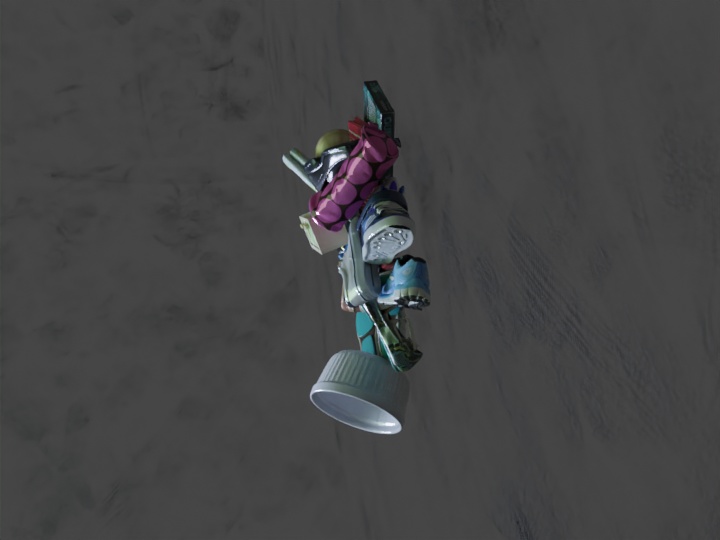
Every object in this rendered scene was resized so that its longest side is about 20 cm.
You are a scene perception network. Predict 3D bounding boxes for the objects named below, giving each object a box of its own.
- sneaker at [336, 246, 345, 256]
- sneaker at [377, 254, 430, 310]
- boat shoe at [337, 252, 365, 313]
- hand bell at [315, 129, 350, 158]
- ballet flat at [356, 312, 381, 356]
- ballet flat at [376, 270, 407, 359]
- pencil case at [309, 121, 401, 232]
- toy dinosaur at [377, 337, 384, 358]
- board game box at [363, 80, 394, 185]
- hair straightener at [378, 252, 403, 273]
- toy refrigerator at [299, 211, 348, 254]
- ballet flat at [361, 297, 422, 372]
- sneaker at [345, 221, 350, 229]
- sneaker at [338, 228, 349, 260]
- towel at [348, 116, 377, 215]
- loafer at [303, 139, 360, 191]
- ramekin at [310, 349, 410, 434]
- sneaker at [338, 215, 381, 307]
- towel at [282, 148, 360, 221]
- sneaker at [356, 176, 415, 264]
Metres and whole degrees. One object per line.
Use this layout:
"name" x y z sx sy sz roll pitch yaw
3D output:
"sneaker" -0.018 -0.082 1.848 0.075 0.076 0.200 14 136 44
"sneaker" 0.085 0.020 1.373 0.200 0.078 0.090 151 128 -76
"boat shoe" -0.012 -0.011 1.577 0.076 0.072 0.200 44 -136 -65
"hand bell" -0.038 -0.211 1.627 0.200 0.104 0.104 -99 5 -61
"ballet flat" 0.030 0.151 1.747 0.070 0.069 0.200 93 177 -50
"ballet flat" 0.059 0.082 1.550 0.072 0.072 0.200 -117 23 -61
"pencil case" -0.015 -0.164 1.393 0.200 0.091 0.094 -49 51 30
"toy dinosaur" 0.054 0.132 1.674 0.088 0.047 0.200 85 175 -63
"board game box" 0.034 -0.239 1.489 0.135 0.028 0.200 -111 16 -49
"hair straightener" 0.056 -0.036 1.553 0.200 0.041 0.077 108 157 -79
"toy refrigerator" -0.077 -0.083 1.592 0.200 0.070 0.076 -145 32 -79
"ballet flat" 0.054 0.091 1.474 0.200 0.074 0.074 61 168 6
"sneaker" 0.009 -0.055 1.749 0.082 0.073 0.200 -36 56 48
"sneaker" 0.000 0.000 1.648 0.066 0.078 0.200 61 -163 -64
"towel" 0.012 -0.188 1.510 0.145 0.022 0.200 -128 30 -68
"loafer" -0.041 -0.198 1.504 0.200 0.073 0.072 -18 92 66
"ramekin" 0.008 0.246 1.613 0.200 0.200 0.105 101 -170 -64
"sneaker" -0.010 -0.019 1.452 0.073 0.071 0.200 41 -148 -35
"towel" -0.067 -0.171 1.678 0.200 0.048 0.171 43 -174 19
"sneaker" 0.047 -0.104 1.345 0.200 0.080 0.147 122 154 -70
